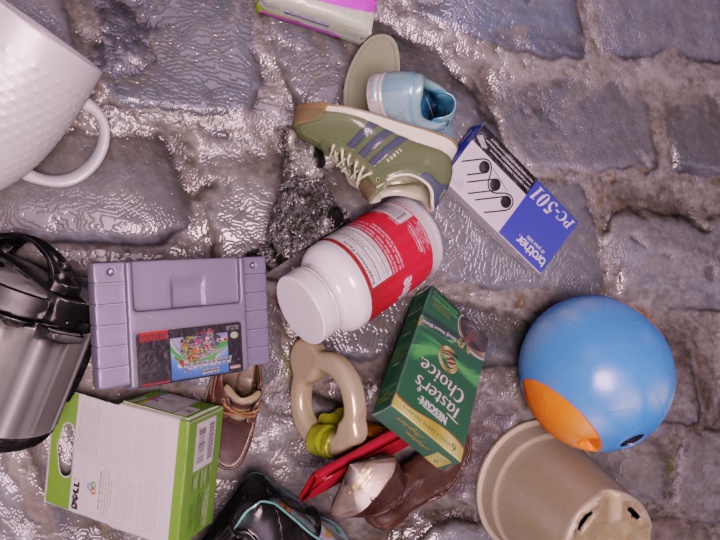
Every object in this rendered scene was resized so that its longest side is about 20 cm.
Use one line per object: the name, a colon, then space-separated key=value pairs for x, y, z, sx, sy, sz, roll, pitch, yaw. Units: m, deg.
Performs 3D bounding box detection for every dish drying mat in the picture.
dish drying mat: x=0.017 y=0.229 z=0.779 sx=0.197 sy=0.077 sz=0.018 roll=-19 pitch=60 yaw=-34

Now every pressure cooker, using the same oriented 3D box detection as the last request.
pressure cooker: x=-0.372 y=0.063 z=0.654 sx=0.172 sy=0.178 sz=0.204 roll=22 pitch=89 yaw=-12

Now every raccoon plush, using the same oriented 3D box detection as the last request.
raccoon plush: x=-0.103 y=-0.084 z=0.765 sx=0.197 sy=0.097 sz=0.136 roll=-32 pitch=94 yaw=-10

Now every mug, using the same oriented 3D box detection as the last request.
mug: x=-0.365 y=-0.169 z=0.668 sx=0.199 sy=0.147 sz=0.177 roll=32 pitch=94 yaw=-45

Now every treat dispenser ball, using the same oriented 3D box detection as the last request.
treat dispenser ball: x=0.312 y=0.135 z=0.833 sx=0.195 sy=0.201 sz=0.207 roll=-1 pitch=95 yaw=-15

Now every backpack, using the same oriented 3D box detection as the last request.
backpack: x=-0.102 y=0.367 z=0.763 sx=0.198 sy=0.153 sz=0.178 roll=37 pitch=85 yaw=-9

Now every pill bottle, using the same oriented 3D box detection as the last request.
pill bottle: x=0.000 y=0.000 z=0.752 sx=0.198 sy=0.111 sz=0.114 roll=-33 pitch=103 yaw=-33

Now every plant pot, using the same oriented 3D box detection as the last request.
plant pot: x=0.285 y=0.331 z=0.850 sx=0.195 sy=0.183 sz=0.206 roll=-1 pitch=95 yaw=-15

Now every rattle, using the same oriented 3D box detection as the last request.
rattle: x=-0.024 y=0.129 z=0.816 sx=0.140 sy=0.130 sz=0.204 roll=-7 pitch=65 yaw=-31

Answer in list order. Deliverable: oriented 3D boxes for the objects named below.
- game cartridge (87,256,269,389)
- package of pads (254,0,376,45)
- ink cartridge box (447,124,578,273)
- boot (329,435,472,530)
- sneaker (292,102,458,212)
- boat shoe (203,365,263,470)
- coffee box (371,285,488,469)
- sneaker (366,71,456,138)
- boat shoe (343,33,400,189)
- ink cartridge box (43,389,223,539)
game cartridge: x=-0.190 y=0.053 z=0.682 sx=0.196 sy=0.038 sz=0.133 roll=-4 pitch=87 yaw=-38
package of pads: x=-0.045 y=-0.402 z=0.765 sx=0.151 sy=0.068 sz=0.206 roll=11 pitch=91 yaw=-17
ink cartridge box: x=0.202 y=-0.097 z=0.867 sx=0.199 sy=0.044 sz=0.095 roll=41 pitch=85 yaw=-15
boot: x=0.058 y=0.250 z=0.784 sx=0.186 sy=0.064 sz=0.201 roll=-44 pitch=146 yaw=-7
sneaker: x=0.011 y=-0.124 z=0.713 sx=0.195 sy=0.067 sz=0.092 roll=13 pitch=77 yaw=-4
boat shoe: x=-0.154 y=0.153 z=0.774 sx=0.070 sy=0.072 sz=0.206 roll=11 pitch=91 yaw=-15
coffee box: x=0.097 y=0.132 z=0.799 sx=0.123 sy=0.044 sz=0.202 roll=41 pitch=45 yaw=-15
sneaker: x=0.085 y=-0.182 z=0.759 sx=0.199 sy=0.080 sz=0.076 roll=7 pitch=90 yaw=-59
boat shoe: x=0.021 y=-0.195 z=0.799 sx=0.073 sy=0.066 sz=0.205 roll=-2 pitch=79 yaw=18
ink cartridge box: x=-0.274 y=0.222 z=0.752 sx=0.195 sy=0.076 sz=0.152 roll=9 pitch=95 yaw=19
